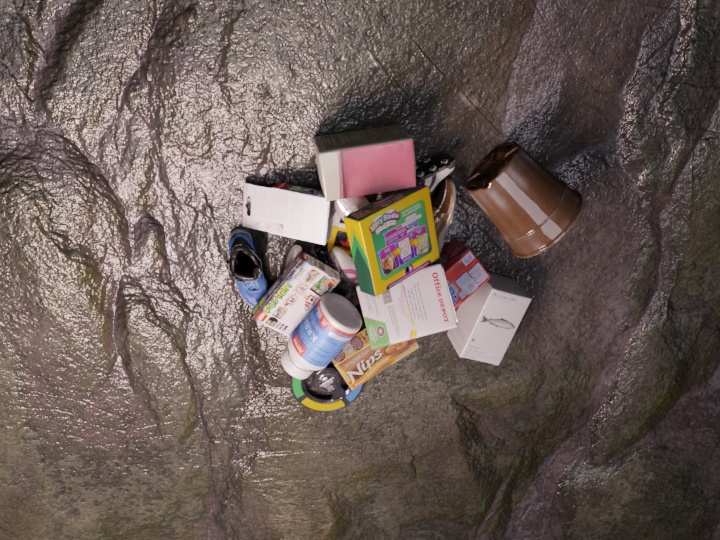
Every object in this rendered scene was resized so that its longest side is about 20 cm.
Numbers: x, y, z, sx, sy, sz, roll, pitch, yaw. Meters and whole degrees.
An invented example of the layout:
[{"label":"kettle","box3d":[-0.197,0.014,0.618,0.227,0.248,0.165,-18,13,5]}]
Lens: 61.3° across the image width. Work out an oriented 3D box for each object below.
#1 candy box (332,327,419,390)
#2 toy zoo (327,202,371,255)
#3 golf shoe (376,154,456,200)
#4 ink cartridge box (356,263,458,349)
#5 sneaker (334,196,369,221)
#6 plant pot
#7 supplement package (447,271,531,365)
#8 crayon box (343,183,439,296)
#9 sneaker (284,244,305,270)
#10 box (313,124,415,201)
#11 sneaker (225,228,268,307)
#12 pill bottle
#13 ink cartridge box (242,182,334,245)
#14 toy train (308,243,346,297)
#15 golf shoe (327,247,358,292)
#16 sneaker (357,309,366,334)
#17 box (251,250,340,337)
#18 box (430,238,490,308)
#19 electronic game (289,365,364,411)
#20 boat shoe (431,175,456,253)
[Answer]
[{"label":"candy box","box3d":[0.034,0.191,1.465,0.199,0.055,0.116,-31,134,-3]},{"label":"toy zoo","box3d":[0.003,-0.096,1.422,0.198,0.020,0.132,9,114,-14]},{"label":"golf shoe","box3d":[0.134,-0.187,1.374,0.199,0.077,0.088,-31,120,8]},{"label":"ink cartridge box","box3d":[0.104,0.081,1.368,0.198,0.084,0.146,-15,84,4]},{"label":"sneaker","box3d":[0.012,-0.097,1.348,0.074,0.116,0.200,-39,114,11]},{"label":"plant pot","box3d":[0.355,-0.167,1.369,0.198,0.201,0.200,40,103,-17]},{"label":"supplement package","box3d":[0.320,0.117,1.532,0.116,0.118,0.201,14,112,-16]},{"label":"crayon box","box3d":[0.071,-0.068,1.291,0.199,0.058,0.174,-29,119,-31]},{"label":"sneaker","box3d":[-0.128,0.033,1.436,0.111,0.073,0.201,9,122,-16]},{"label":"box","box3d":[0.008,-0.232,1.297,0.198,0.128,0.110,-10,118,-5]},{"label":"sneaker","box3d":[-0.253,0.016,1.377,0.076,0.111,0.201,-10,117,-6]},{"label":"pill bottle","box3d":[-0.095,0.155,1.382,0.112,0.113,0.200,29,118,-22]},{"label":"ink cartridge box","box3d":[-0.160,-0.133,1.346,0.198,0.050,0.110,13,115,10]},{"label":"toy train","box3d":[-0.077,0.021,1.459,0.045,0.034,0.201,-18,119,12]},{"label":"golf shoe","box3d":[0.000,0.000,1.442,0.092,0.073,0.200,-42,127,4]},{"label":"sneaker","box3d":[0.031,0.146,1.520,0.198,0.076,0.115,-28,141,-14]},{"label":"box","box3d":[-0.148,0.057,1.382,0.110,0.035,0.200,31,116,-26]},{"label":"box","box3d":[0.198,0.033,1.470,0.200,0.096,0.100,-42,116,3]},{"label":"electronic game","box3d":[-0.085,0.284,1.578,0.198,0.042,0.202,-4,116,-8]},{"label":"boat shoe","box3d":[0.169,-0.123,1.412,0.071,0.076,0.202,8,112,-12]}]
